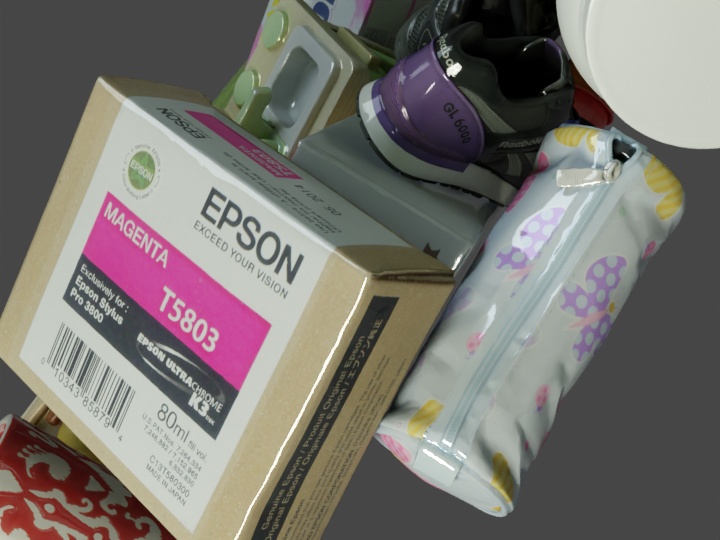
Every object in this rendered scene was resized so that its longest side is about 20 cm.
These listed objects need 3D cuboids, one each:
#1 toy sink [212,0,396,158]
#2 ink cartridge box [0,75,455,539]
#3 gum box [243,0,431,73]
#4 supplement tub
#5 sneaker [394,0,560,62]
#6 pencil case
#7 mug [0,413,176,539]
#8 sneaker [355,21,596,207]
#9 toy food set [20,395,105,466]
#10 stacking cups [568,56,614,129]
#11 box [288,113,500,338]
[{"bbox_3d":[-0.020,-0.110,0.886,0.113,0.199,0.130,-60,38,18],"label":"toy sink"},{"bbox_3d":[-0.076,0.022,0.617,0.200,0.075,0.166,36,109,32],"label":"ink cartridge box"},{"bbox_3d":[-0.029,-0.166,1.011,0.113,0.066,0.201,42,119,37],"label":"gum box"},{"bbox_3d":[0.175,-0.163,0.669,0.145,0.145,0.200,-44,18,27],"label":"supplement tub"},{"bbox_3d":[0.120,-0.190,0.813,0.199,0.077,0.114,-37,12,-17],"label":"sneaker"},{"bbox_3d":[0.086,0.023,0.632,0.201,0.083,0.091,-57,4,-13],"label":"pencil case"},{"bbox_3d":[-0.179,0.203,0.787,0.177,0.200,0.134,-44,18,26],"label":"mug"},{"bbox_3d":[0.097,-0.084,0.698,0.087,0.199,0.076,-37,63,35],"label":"sneaker"},{"bbox_3d":[-0.184,0.121,0.895,0.200,0.143,0.060,-51,-15,12],"label":"toy food set"},{"bbox_3d":[0.171,-0.160,0.833,0.201,0.060,0.060,-56,16,-9],"label":"stacking cups"},{"bbox_3d":[0.000,0.000,0.744,0.153,0.106,0.200,-60,-5,17],"label":"box"}]
